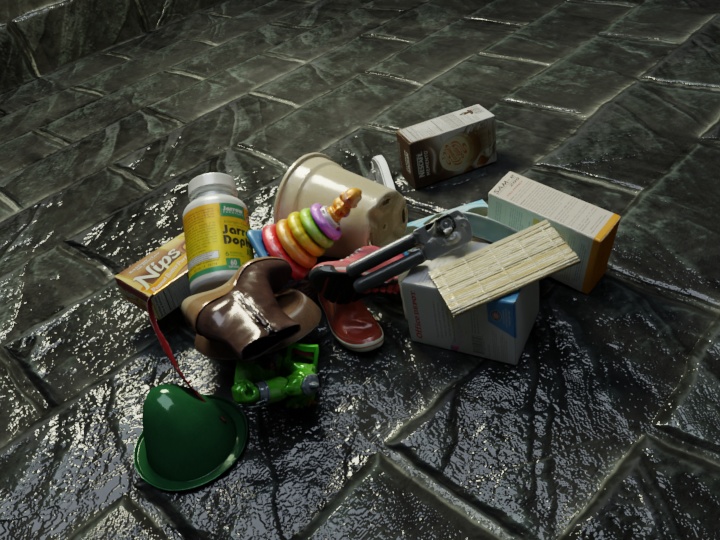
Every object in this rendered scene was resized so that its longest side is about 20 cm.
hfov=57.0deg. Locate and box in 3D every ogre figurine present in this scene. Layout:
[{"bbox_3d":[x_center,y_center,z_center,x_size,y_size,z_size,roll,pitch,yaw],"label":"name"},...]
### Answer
[{"bbox_3d":[-0.120,0.152,0.967,0.119,0.200,0.099,-1,77,-4],"label":"ogre figurine"}]

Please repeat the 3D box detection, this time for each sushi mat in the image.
[{"bbox_3d":[0.202,-0.006,0.941,0.199,0.012,0.096,-23,44,-4],"label":"sushi mat"}]

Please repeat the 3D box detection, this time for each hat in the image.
[{"bbox_3d":[-0.268,0.176,0.920,0.199,0.177,0.166,21,47,36],"label":"hat"}]

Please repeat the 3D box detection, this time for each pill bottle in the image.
[{"bbox_3d":[-0.240,-0.057,1.119,0.112,0.113,0.201,-11,69,1],"label":"pill bottle"}]

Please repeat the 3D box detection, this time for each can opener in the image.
[{"bbox_3d":[0.076,-0.028,1.002,0.199,0.054,0.067,-26,-1,4],"label":"can opener"}]

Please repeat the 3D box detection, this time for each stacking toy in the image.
[{"bbox_3d":[-0.074,-0.069,1.091,0.200,0.110,0.116,-36,-7,15],"label":"stacking toy"}]

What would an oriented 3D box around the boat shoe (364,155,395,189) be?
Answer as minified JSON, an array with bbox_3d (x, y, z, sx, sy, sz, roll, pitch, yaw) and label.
[{"bbox_3d":[0.033,-0.176,1.399,0.066,0.070,0.201,-12,44,-2],"label":"boat shoe"}]

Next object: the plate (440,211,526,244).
[{"bbox_3d":[0.216,-0.035,1.076,0.200,0.200,0.026,20,78,35],"label":"plate"}]

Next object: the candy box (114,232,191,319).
[{"bbox_3d":[-0.322,-0.005,1.192,0.115,0.056,0.200,21,48,37],"label":"candy box"}]

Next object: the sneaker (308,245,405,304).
[{"bbox_3d":[0.000,0.000,1.077,0.199,0.074,0.087,2,47,-31],"label":"sneaker"}]

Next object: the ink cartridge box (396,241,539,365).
[{"bbox_3d":[0.161,0.039,1.022,0.199,0.129,0.125,12,44,27],"label":"ink cartridge box"}]

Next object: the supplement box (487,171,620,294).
[{"bbox_3d":[0.310,-0.064,1.093,0.200,0.126,0.074,30,57,29],"label":"supplement box"}]

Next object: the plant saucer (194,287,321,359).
[{"bbox_3d":[-0.161,0.073,1.022,0.199,0.035,0.200,-10,22,4],"label":"plant saucer"}]

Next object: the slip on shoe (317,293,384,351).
[{"bbox_3d":[-0.023,0.065,1.098,0.074,0.061,0.200,-20,39,-14],"label":"slip on shoe"}]

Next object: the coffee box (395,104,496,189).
[{"bbox_3d":[0.187,-0.268,1.433,0.199,0.115,0.080,-20,38,-10],"label":"coffee box"}]

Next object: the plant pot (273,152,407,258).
[{"bbox_3d":[-0.023,-0.098,1.196,0.183,0.201,0.200,17,45,32],"label":"plant pot"}]

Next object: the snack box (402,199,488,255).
[{"bbox_3d":[0.163,-0.064,1.234,0.199,0.037,0.116,-18,38,-9],"label":"snack box"}]

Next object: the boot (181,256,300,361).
[{"bbox_3d":[-0.138,0.055,0.950,0.166,0.073,0.200,25,39,38],"label":"boot"}]

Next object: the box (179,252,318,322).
[{"bbox_3d":[-0.195,0.050,1.173,0.200,0.050,0.157,-36,43,-29],"label":"box"}]
